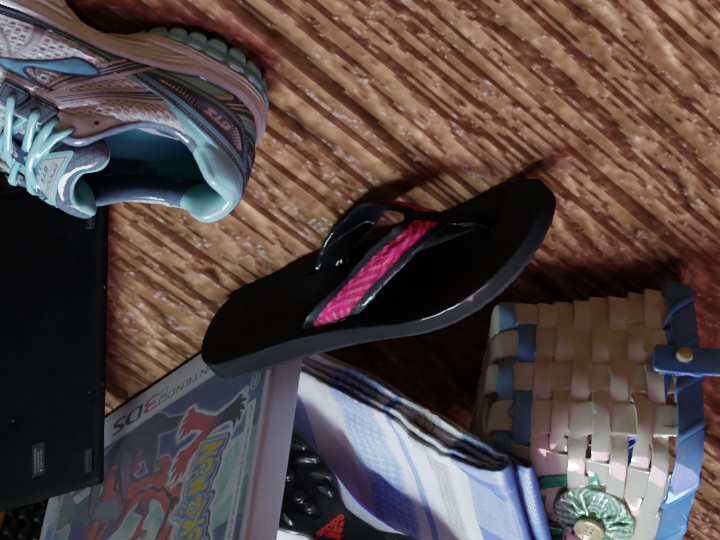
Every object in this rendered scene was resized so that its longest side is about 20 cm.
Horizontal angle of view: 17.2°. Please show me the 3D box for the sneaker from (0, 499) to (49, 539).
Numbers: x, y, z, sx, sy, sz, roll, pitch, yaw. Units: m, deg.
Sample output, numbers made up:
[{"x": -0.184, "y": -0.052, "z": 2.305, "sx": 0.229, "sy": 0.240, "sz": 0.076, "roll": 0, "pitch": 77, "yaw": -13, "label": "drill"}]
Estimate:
[{"x": -0.227, "y": 0.156, "z": 1.309, "sx": 0.199, "sy": 0.070, "sz": 0.090, "roll": 16, "pitch": 134, "yaw": -19, "label": "sneaker"}]

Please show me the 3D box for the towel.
[{"x": 0.030, "y": 0.122, "z": 1.181, "sx": 0.024, "sy": 0.200, "sz": 0.148, "roll": -31, "pitch": 122, "yaw": -26, "label": "towel"}]

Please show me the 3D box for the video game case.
[{"x": -0.104, "y": 0.128, "z": 1.178, "sx": 0.023, "sy": 0.201, "sz": 0.182, "roll": 37, "pitch": 128, "yaw": -27, "label": "video game case"}]

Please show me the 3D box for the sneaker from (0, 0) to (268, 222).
[{"x": -0.137, "y": -0.072, "z": 1.037, "sx": 0.199, "sy": 0.087, "sz": 0.078, "roll": 9, "pitch": 137, "yaw": -10, "label": "sneaker"}]

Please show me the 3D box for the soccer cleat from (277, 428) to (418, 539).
[{"x": -0.004, "y": 0.156, "z": 1.184, "sx": 0.068, "sy": 0.200, "sz": 0.073, "roll": -35, "pitch": 146, "yaw": -16, "label": "soccer cleat"}]

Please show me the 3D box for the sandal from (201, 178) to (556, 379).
[{"x": 0.000, "y": 0.000, "z": 1.131, "sx": 0.199, "sy": 0.075, "sz": 0.045, "roll": -20, "pitch": 124, "yaw": 26, "label": "sandal"}]

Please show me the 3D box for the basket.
[{"x": 0.153, "y": 0.096, "z": 1.182, "sx": 0.199, "sy": 0.140, "sz": 0.177, "roll": 0, "pitch": 139, "yaw": -2, "label": "basket"}]

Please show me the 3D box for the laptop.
[{"x": -0.238, "y": 0.025, "z": 1.170, "sx": 0.199, "sy": 0.116, "sz": 0.188, "roll": -13, "pitch": 127, "yaw": -26, "label": "laptop"}]
